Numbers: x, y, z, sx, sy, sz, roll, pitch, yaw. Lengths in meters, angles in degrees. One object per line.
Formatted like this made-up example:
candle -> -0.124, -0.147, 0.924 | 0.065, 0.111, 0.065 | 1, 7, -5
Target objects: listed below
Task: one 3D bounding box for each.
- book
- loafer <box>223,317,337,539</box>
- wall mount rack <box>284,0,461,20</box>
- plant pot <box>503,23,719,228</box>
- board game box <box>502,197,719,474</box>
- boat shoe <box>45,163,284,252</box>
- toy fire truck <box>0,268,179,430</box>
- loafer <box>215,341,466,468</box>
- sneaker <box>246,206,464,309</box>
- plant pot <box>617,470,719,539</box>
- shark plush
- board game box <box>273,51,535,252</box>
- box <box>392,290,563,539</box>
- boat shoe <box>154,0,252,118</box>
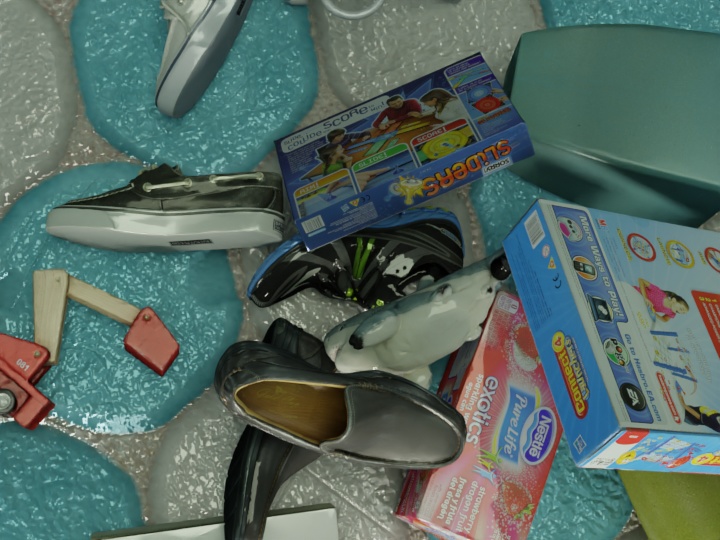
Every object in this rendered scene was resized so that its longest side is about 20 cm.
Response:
book -> -0.113, 0.269, 0.921 | 0.197, 0.048, 0.136 | -5, 86, -12
loafer -> -0.061, 0.136, 0.920 | 0.072, 0.073, 0.202 | 20, 61, -12
wall mount rack -> 0.010, -0.314, 1.039 | 0.171, 0.075, 0.203 | -4, 80, -7
plant pot -> 0.224, -0.134, 1.008 | 0.197, 0.141, 0.143 | 12, 77, 0
board game box -> 0.224, 0.052, 0.859 | 0.194, 0.056, 0.202 | 9, 50, -28
boat shoe -> -0.162, -0.053, 0.951 | 0.197, 0.071, 0.065 | 0, 76, -2
toy fire truck -> -0.262, 0.050, 0.929 | 0.199, 0.049, 0.141 | 40, 75, 0
loafer -> -0.013, 0.111, 0.845 | 0.197, 0.072, 0.074 | 14, 99, -8
sneaker -> 0.000, 0.000, 0.975 | 0.197, 0.071, 0.084 | -12, 75, -15
plant pot -> 0.297, 0.165, 0.956 | 0.186, 0.188, 0.201 | -33, 72, -14
shark plush -> 0.057, 0.018, 0.918 | 0.200, 0.083, 0.091 | -45, 118, 8
board game box -> 0.031, -0.103, 0.949 | 0.198, 0.136, 0.035 | -23, 127, 4
box -> 0.111, 0.131, 0.955 | 0.095, 0.100, 0.202 | 23, 76, -5
boat shoe -> -0.146, -0.237, 0.984 | 0.085, 0.075, 0.204 | 27, 93, 6
